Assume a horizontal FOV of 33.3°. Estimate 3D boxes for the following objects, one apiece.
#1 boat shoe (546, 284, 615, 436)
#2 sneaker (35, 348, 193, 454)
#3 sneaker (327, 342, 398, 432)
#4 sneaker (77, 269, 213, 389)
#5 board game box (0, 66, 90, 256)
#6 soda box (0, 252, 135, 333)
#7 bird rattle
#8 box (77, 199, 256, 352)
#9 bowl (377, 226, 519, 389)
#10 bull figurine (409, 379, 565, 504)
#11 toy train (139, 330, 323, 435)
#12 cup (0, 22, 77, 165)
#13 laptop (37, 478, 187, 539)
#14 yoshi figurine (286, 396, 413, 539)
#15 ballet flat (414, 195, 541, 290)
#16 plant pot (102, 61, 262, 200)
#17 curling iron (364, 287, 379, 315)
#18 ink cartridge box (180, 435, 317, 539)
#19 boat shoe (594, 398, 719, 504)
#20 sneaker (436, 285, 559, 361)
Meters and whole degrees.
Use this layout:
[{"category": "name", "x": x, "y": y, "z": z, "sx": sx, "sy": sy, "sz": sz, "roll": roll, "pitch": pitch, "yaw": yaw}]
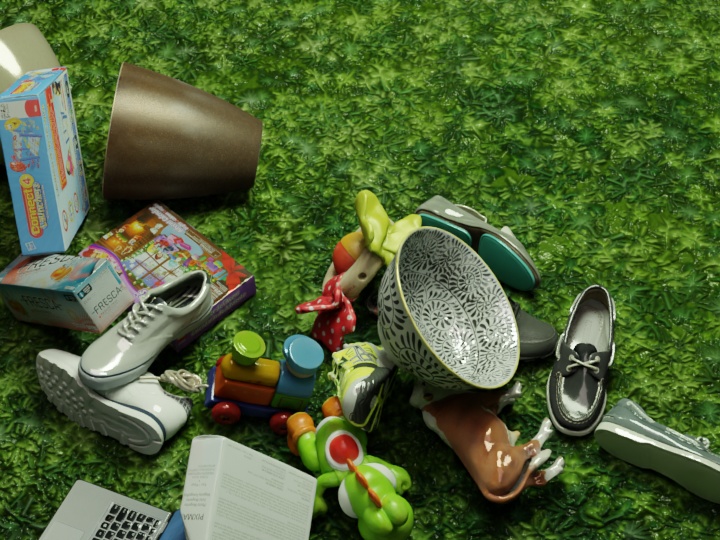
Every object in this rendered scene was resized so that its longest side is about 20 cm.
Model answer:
[{"category": "boat shoe", "x": 0.269, "y": 0.104, "z": 1.441, "sx": 0.073, "sy": 0.061, "sz": 0.201, "roll": 14, "pitch": 51, "yaw": 13}, {"category": "sneaker", "x": -0.296, "y": 0.144, "z": 1.430, "sx": 0.199, "sy": 0.077, "sz": 0.081, "roll": 27, "pitch": 46, "yaw": 16}, {"category": "sneaker", "x": -0.004, "y": 0.130, "z": 1.372, "sx": 0.076, "sy": 0.076, "sz": 0.200, "roll": 16, "pitch": 8, "yaw": 6}, {"category": "sneaker", "x": -0.255, "y": 0.062, "z": 1.423, "sx": 0.073, "sy": 0.071, "sz": 0.200, "roll": 30, "pitch": 49, "yaw": 23}, {"category": "board game box", "x": -0.404, "y": -0.144, "z": 1.546, "sx": 0.056, "sy": 0.201, "sz": 0.196, "roll": -6, "pitch": 19, "yaw": -1}, {"category": "soda box", "x": -0.368, "y": 0.025, "z": 1.476, "sx": 0.199, "sy": 0.069, "sz": 0.064, "roll": 4, "pitch": 42, "yaw": 44}, {"category": "bird rattle", "x": 0.000, "y": 0.000, "z": 1.505, "sx": 0.112, "sy": 0.201, "sz": 0.163, "roll": 29, "pitch": 14, "yaw": -10}, {"category": "box", "x": -0.251, "y": 0.003, "z": 1.563, "sx": 0.200, "sy": 0.039, "sz": 0.137, "roll": 36, "pitch": 59, "yaw": 28}, {"category": "bowl", "x": 0.081, "y": 0.059, "z": 1.372, "sx": 0.094, "sy": 0.200, "sz": 0.202, "roll": -33, "pitch": 42, "yaw": 35}, {"category": "bull figurine", "x": 0.142, "y": 0.180, "z": 1.375, "sx": 0.121, "sy": 0.065, "sz": 0.200, "roll": -22, "pitch": 50, "yaw": -13}, {"category": "toy train", "x": -0.146, "y": 0.113, "z": 1.383, "sx": 0.199, "sy": 0.116, "sz": 0.085, "roll": 12, "pitch": 47, "yaw": -14}, {"category": "cup", "x": -0.483, "y": -0.226, "z": 1.692, "sx": 0.143, "sy": 0.200, "sz": 0.200, "roll": 46, "pitch": 61, "yaw": 3}, {"category": "laptop", "x": -0.269, "y": 0.297, "z": 1.257, "sx": 0.199, "sy": 0.116, "sz": 0.188, "roll": 16, "pitch": 51, "yaw": 16}, {"category": "yoshi figurine", "x": -0.004, "y": 0.236, "z": 1.334, "sx": 0.112, "sy": 0.113, "sz": 0.200, "roll": 18, "pitch": 19, "yaw": -37}, {"category": "ballet flat", "x": 0.162, "y": -0.044, "z": 1.573, "sx": 0.199, "sy": 0.068, "sz": 0.064, "roll": 30, "pitch": 49, "yaw": 25}, {"category": "plant pot", "x": -0.238, "y": -0.174, "z": 1.645, "sx": 0.199, "sy": 0.187, "sz": 0.188, "roll": 9, "pitch": 48, "yaw": -9}, {"category": "curling iron", "x": 0.092, "y": 0.072, "z": 1.498, "sx": 0.199, "sy": 0.026, "sz": 0.050, "roll": 28, "pitch": 58, "yaw": 23}, {"category": "ink cartridge box", "x": -0.120, "y": 0.286, "z": 1.224, "sx": 0.057, "sy": 0.162, "sz": 0.201, "roll": -5, "pitch": 64, "yaw": 36}, {"category": "boat shoe", "x": 0.364, "y": 0.201, "z": 1.347, "sx": 0.199, "sy": 0.073, "sz": 0.062, "roll": 21, "pitch": 56, "yaw": 26}, {"category": "sneaker", "x": 0.150, "y": 0.049, "z": 1.464, "sx": 0.199, "sy": 0.080, "sz": 0.076, "roll": 18, "pitch": 35, "yaw": 2}]
